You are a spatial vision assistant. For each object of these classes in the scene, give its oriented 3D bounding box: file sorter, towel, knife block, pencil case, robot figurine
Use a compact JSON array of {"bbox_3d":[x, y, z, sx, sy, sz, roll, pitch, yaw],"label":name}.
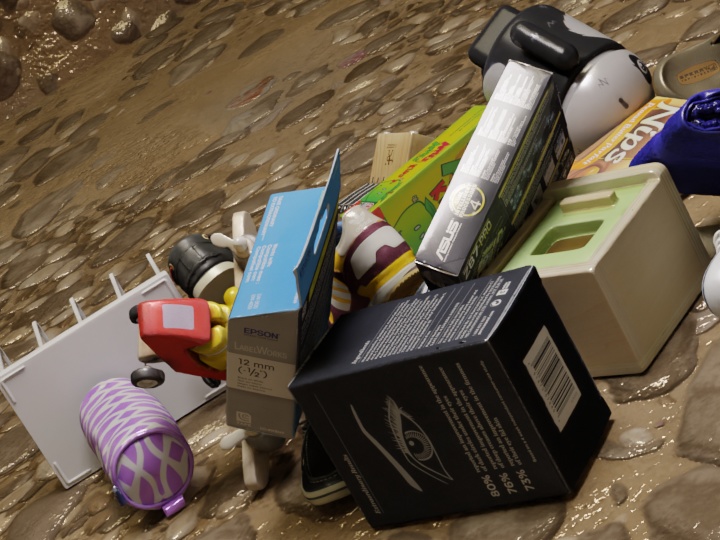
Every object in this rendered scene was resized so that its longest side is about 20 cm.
[{"bbox_3d":[-0.258,0.094,1.932,0.199,0.140,0.125,-31,22,-4],"label":"file sorter"},{"bbox_3d":[0.312,-0.107,1.568,0.146,0.050,0.200,5,-12,-5],"label":"towel"},{"bbox_3d":[0.059,-0.050,1.978,0.198,0.178,0.064,12,-4,-35],"label":"knife block"},{"bbox_3d":[-0.212,0.164,1.791,0.084,0.086,0.200,-36,22,-6],"label":"pencil case"},{"bbox_3d":[0.206,-0.194,1.916,0.149,0.126,0.199,-17,42,-44],"label":"robot figurine"}]

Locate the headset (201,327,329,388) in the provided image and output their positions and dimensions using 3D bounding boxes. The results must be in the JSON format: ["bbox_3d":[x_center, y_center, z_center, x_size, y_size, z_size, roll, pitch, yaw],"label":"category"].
[{"bbox_3d":[-0.079,0.046,1.870,0.199,0.094,0.124,-36,20,0],"label":"headset"}]

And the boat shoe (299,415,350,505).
[{"bbox_3d":[-0.021,0.134,1.636,0.074,0.063,0.201,-21,24,19],"label":"boat shoe"}]

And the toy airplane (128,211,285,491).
[{"bbox_3d":[-0.098,0.069,1.705,0.140,0.201,0.199,-22,17,36],"label":"toy airplane"}]

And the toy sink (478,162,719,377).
[{"bbox_3d":[0.208,-0.013,1.590,0.130,0.113,0.200,-8,30,45],"label":"toy sink"}]

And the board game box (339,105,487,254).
[{"bbox_3d":[0.083,-0.070,1.907,0.200,0.102,0.047,-40,22,-23],"label":"board game box"}]

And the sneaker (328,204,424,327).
[{"bbox_3d":[0.000,0.000,1.659,0.075,0.090,0.200,-34,-6,-22],"label":"sneaker"}]

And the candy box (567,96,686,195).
[{"bbox_3d":[0.249,-0.087,1.787,0.199,0.056,0.115,-36,20,-14],"label":"candy box"}]

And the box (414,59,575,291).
[{"bbox_3d":[0.121,-0.055,1.626,0.049,0.161,0.202,20,74,20],"label":"box"}]

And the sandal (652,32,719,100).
[{"bbox_3d":[0.380,-0.220,1.857,0.198,0.081,0.054,-23,-24,-7],"label":"sandal"}]

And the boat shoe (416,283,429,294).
[{"bbox_3d":[0.095,-0.001,1.740,0.201,0.071,0.091,-49,21,20],"label":"boat shoe"}]

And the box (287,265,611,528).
[{"bbox_3d":[0.069,0.101,1.466,0.198,0.149,0.105,-14,26,36],"label":"box"}]

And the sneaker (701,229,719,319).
[{"bbox_3d":[0.317,-0.014,1.517,0.070,0.074,0.200,-13,17,43],"label":"sneaker"}]

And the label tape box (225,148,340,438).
[{"bbox_3d":[-0.063,0.016,1.528,0.065,0.201,0.144,10,47,7],"label":"label tape box"}]

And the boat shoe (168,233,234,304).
[{"bbox_3d":[-0.135,0.015,1.921,0.074,0.063,0.201,-43,-23,1],"label":"boat shoe"}]
